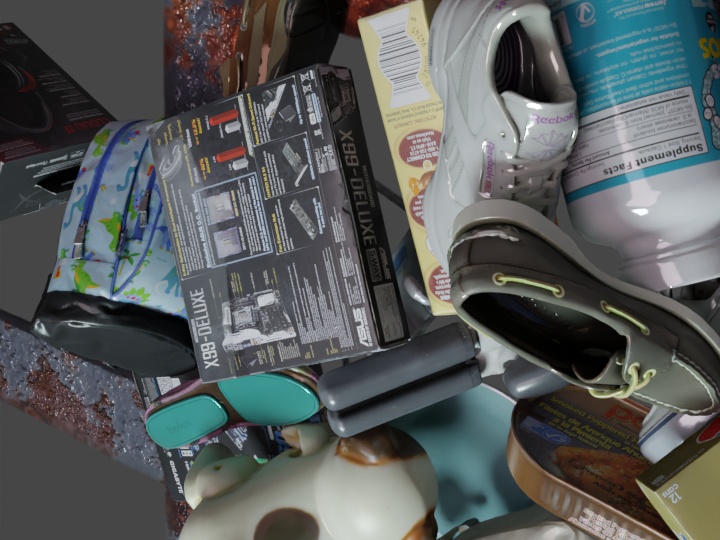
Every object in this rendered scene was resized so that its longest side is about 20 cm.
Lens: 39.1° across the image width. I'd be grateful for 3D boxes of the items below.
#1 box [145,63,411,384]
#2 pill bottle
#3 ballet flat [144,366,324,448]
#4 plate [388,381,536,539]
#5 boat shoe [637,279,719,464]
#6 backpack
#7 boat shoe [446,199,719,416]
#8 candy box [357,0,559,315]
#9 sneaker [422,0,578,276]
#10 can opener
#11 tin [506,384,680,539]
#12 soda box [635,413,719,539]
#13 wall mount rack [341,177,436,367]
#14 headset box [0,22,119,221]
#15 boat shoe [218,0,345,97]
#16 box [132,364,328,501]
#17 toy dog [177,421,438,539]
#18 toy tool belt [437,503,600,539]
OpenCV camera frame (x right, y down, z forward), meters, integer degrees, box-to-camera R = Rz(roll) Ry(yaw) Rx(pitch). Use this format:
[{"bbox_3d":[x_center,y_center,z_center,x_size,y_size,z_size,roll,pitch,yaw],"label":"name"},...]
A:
[{"bbox_3d":[-0.062,-0.028,0.732,0.157,0.050,0.201,-14,88,29],"label":"box"},{"bbox_3d":[0.166,-0.089,0.600,0.110,0.111,0.201,-16,87,38],"label":"pill bottle"},{"bbox_3d":[-0.099,0.097,0.843,0.199,0.071,0.069,-22,112,36],"label":"ballet flat"},{"bbox_3d":[0.089,0.173,0.827,0.199,0.026,0.201,13,114,32],"label":"plate"},{"bbox_3d":[0.224,0.030,0.647,0.086,0.074,0.203,42,120,22],"label":"boat shoe"},{"bbox_3d":[-0.173,-0.030,0.846,0.153,0.163,0.201,-15,63,25],"label":"backpack"},{"bbox_3d":[0.130,0.037,0.567,0.201,0.061,0.072,31,140,-20],"label":"boat shoe"},{"bbox_3d":[0.073,-0.083,0.685,0.055,0.115,0.201,-7,103,37],"label":"candy box"},{"bbox_3d":[0.081,-0.062,0.577,0.100,0.074,0.201,-145,44,-66],"label":"sneaker"},{"bbox_3d":[0.071,0.072,0.717,0.067,0.199,0.054,-119,9,-56],"label":"can opener"},{"bbox_3d":[0.193,0.143,0.689,0.199,0.112,0.042,26,132,26],"label":"tin"},{"bbox_3d":[0.261,0.089,0.585,0.200,0.068,0.064,-37,82,2],"label":"soda box"},{"bbox_3d":[0.000,0.000,0.798,0.200,0.074,0.174,-57,48,34],"label":"wall mount rack"},{"bbox_3d":[-0.322,-0.133,0.925,0.200,0.148,0.075,42,126,16],"label":"headset box"},{"bbox_3d":[-0.072,-0.146,0.798,0.074,0.075,0.201,31,114,29],"label":"boat shoe"},{"bbox_3d":[-0.119,0.118,0.937,0.198,0.050,0.201,-8,103,34],"label":"box"},{"bbox_3d":[-0.036,0.179,0.784,0.199,0.194,0.140,-23,85,18],"label":"toy dog"},{"bbox_3d":[0.114,0.247,0.745,0.200,0.125,0.123,-29,82,39],"label":"toy tool belt"}]
